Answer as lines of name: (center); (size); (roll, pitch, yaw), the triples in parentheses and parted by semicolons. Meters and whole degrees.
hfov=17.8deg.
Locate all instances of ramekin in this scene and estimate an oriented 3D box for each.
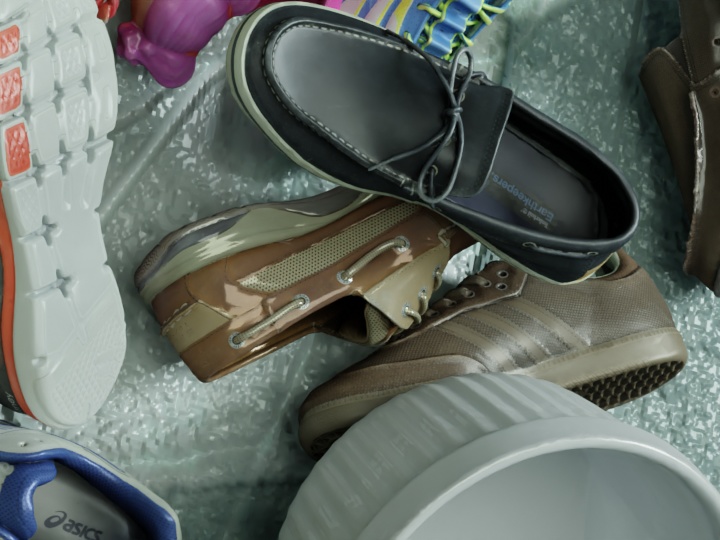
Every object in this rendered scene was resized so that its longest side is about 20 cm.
ramekin: (0.056, 0.138, 0.984); (0.199, 0.105, 0.201); (-10, 117, -21)

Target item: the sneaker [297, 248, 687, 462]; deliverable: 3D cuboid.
sneaker: (0.053, 0.038, 1.063); (0.199, 0.071, 0.076); (-10, 63, -27)

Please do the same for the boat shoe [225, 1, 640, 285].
boat shoe: (0.035, -0.057, 0.971); (0.199, 0.062, 0.075); (29, 70, -20)

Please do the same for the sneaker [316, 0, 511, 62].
sneaker: (0.038, -0.137, 1.042); (0.076, 0.105, 0.200); (38, 68, -19)

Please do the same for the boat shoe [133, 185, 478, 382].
boat shoe: (0.000, 0.000, 1.019); (0.199, 0.076, 0.072); (-18, 75, -19)

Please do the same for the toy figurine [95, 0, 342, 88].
toy figurine: (-0.089, -0.150, 0.978); (0.200, 0.150, 0.184); (-48, 117, -2)

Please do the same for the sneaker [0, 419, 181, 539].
sneaker: (-0.162, 0.078, 0.920); (0.199, 0.088, 0.076); (19, 77, -24)

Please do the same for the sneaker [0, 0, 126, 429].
sneaker: (-0.150, -0.035, 0.930); (0.077, 0.082, 0.201); (-15, 107, -56)

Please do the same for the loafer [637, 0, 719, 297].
loafer: (0.175, -0.087, 1.140); (0.073, 0.071, 0.201); (10, 85, -70)
